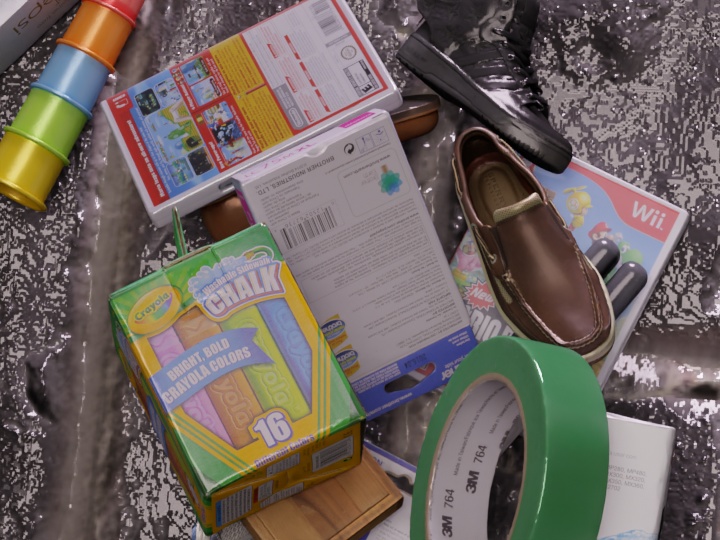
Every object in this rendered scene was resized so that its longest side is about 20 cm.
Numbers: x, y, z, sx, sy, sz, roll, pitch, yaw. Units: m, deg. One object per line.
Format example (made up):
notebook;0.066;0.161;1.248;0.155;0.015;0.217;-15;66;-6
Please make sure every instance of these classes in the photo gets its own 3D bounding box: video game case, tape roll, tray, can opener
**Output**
video game case;0.133;0.016;1.766;0.143;0.017;0.201;26;83;14
video game case;-0.083;-0.123;1.781;0.199;0.017;0.143;-26;45;-2
tape roll;0.095;0.145;1.591;0.048;0.200;0.201;12;79;-21
tray;-0.069;0.114;1.704;0.099;0.037;0.200;-36;77;-12
can opener;0.124;0.061;1.714;0.053;0.067;0.200;41;88;14

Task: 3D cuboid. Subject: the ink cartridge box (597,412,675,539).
ink cartridge box;0.160;0.199;1.648;0.082;0.146;0.201;10;85;8

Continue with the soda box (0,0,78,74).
soda box;-0.240;-0.242;1.855;0.200;0.068;0.064;-43;75;-1

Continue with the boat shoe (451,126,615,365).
boat shoe;0.113;-0.020;1.695;0.075;0.075;0.203;-29;53;-3

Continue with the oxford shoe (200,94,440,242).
oxford shoe;-0.025;-0.073;1.796;0.199;0.071;0.071;-25;103;4

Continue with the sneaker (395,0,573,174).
sneaker;0.102;-0.163;1.779;0.200;0.060;0.104;38;90;29

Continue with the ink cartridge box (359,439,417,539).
ink cartridge box;-0.005;0.229;1.733;0.099;0.039;0.201;27;85;14

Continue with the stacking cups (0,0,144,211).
stacking cups;-0.221;-0.145;1.843;0.060;0.061;0.201;24;78;13

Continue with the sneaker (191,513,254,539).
sneaker;-0.067;0.154;1.742;0.085;0.077;0.201;14;81;8

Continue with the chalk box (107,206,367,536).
chalk box;-0.095;0.056;1.640;0.123;0.124;0.200;-26;73;-10

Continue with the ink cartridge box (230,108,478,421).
ink cartridge box;0.000;0.000;1.719;0.119;0.042;0.201;-26;103;-11
